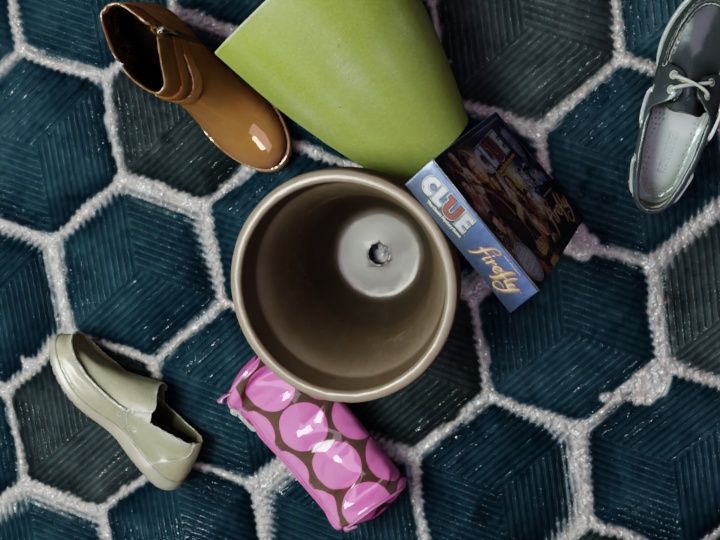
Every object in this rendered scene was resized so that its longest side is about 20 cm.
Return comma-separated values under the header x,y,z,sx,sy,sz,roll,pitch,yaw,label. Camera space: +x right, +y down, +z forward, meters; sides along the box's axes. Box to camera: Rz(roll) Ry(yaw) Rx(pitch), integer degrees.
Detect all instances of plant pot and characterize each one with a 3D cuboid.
x,y,z,sx,sy,sz,roll,pitch,yaw,label
0.000,0.000,0.904,0.197,0.175,0.204,2,101,11,plant pot
0.002,-0.185,0.897,0.187,0.187,0.200,-40,104,11,plant pot

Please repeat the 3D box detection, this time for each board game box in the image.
x,y,z,sx,sy,sz,roll,pitch,yaw,label
0.125,-0.060,0.869,0.035,0.200,0.136,-40,91,30,board game box

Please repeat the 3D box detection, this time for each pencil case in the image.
x,y,z,sx,sy,sz,roll,pitch,yaw,label
-0.047,0.168,0.982,0.094,0.091,0.200,-41,88,-24,pencil case

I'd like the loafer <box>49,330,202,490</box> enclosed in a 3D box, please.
x,y,z,sx,sy,sz,roll,pitch,yaw,label
-0.236,0.133,1.014,0.068,0.076,0.200,-39,100,10,loafer

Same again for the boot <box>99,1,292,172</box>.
x,y,z,sx,sy,sz,roll,pitch,yaw,label
-0.150,-0.171,0.917,0.076,0.155,0.201,-36,91,11,boot

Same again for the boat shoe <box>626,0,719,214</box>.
x,y,z,sx,sy,sz,roll,pitch,yaw,label
0.289,-0.146,0.876,0.074,0.060,0.203,12,116,13,boat shoe
